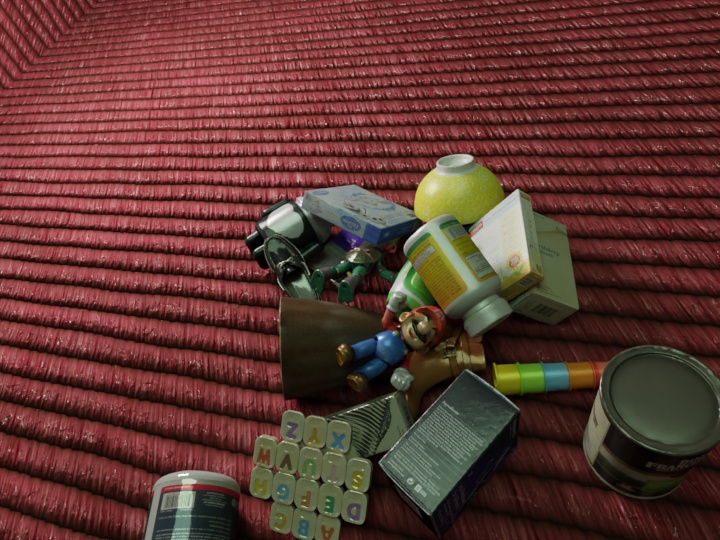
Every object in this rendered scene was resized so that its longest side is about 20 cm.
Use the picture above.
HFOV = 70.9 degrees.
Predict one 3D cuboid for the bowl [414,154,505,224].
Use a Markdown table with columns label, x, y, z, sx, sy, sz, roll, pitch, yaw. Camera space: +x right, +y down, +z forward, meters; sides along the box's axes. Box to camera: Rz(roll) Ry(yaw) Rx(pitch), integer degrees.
| label | x | y | z | sx | sy | sz | roll | pitch | yaw |
| --- | --- | --- | --- | --- | --- | --- | --- | --- | --- |
| bowl | 0.211 | -0.189 | 1.101 | 0.199 | 0.108 | 0.200 | -8 | 28 | 5 |

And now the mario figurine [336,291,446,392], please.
| label | x | y | z | sx | sy | sz | roll | pitch | yaw |
| --- | --- | --- | --- | --- | --- | --- | --- | --- | --- |
| mario figurine | 0.063 | 0.115 | 0.838 | 0.200 | 0.124 | 0.106 | -28 | 31 | -22 |

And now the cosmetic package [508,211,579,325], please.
| label | x | y | z | sx | sy | sz | roll | pitch | yaw |
| --- | --- | --- | --- | --- | --- | --- | --- | --- | --- |
| cosmetic package | 0.340 | -0.008 | 0.961 | 0.103 | 0.073 | 0.201 | 19 | 53 | -15 |

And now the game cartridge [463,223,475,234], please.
| label | x | y | z | sx | sy | sz | roll | pitch | yaw |
| --- | --- | --- | --- | --- | --- | --- | --- | --- | --- |
| game cartridge | 0.224 | -0.031 | 1.062 | 0.199 | 0.041 | 0.134 | -23 | 46 | -2 |

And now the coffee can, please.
| label | x | y | z | sx | sy | sz | roll | pitch | yaw |
| --- | --- | --- | --- | --- | --- | --- | --- | --- | --- |
| coffee can | 0.401 | 0.217 | 0.707 | 0.146 | 0.200 | 0.147 | -8 | 51 | 10 |

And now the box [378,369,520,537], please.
| label | x | y | z | sx | sy | sz | roll | pitch | yaw |
| --- | --- | --- | --- | --- | --- | --- | --- | --- | --- |
| box | 0.141 | 0.277 | 0.769 | 0.200 | 0.148 | 0.104 | -42 | 53 | -17 |

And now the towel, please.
| label | x | y | z | sx | sy | sz | roll | pitch | yaw |
| --- | --- | --- | --- | --- | --- | --- | --- | --- | --- |
| towel | -0.016 | -0.046 | 1.152 | 0.200 | 0.023 | 0.143 | -42 | 53 | -18 |

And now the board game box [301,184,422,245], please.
| label | x | y | z | sx | sy | sz | roll | pitch | yaw |
| --- | --- | --- | --- | --- | --- | --- | --- | --- | --- |
| board game box | 0.008 | -0.128 | 1.109 | 0.199 | 0.044 | 0.200 | 29 | 26 | 24 |

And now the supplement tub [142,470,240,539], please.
| label | x | y | z | sx | sy | sz | roll | pitch | yaw |
| --- | --- | --- | --- | --- | --- | --- | --- | --- | --- |
| supplement tub | -0.263 | 0.426 | 0.773 | 0.140 | 0.141 | 0.201 | -10 | 51 | 9 |

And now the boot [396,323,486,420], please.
| label | x | y | z | sx | sy | sz | roll | pitch | yaw |
| --- | --- | --- | --- | --- | --- | --- | --- | --- | --- |
| boot | 0.145 | 0.177 | 0.898 | 0.154 | 0.074 | 0.201 | 0 | 55 | 12 |

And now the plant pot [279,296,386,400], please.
| label | x | y | z | sx | sy | sz | roll | pitch | yaw |
| --- | --- | --- | --- | --- | --- | --- | --- | --- | --- |
| plant pot | -0.044 | 0.137 | 0.933 | 0.199 | 0.187 | 0.187 | -2 | 50 | -7 |

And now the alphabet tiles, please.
| label | x | y | z | sx | sy | sz | roll | pitch | yaw |
| --- | --- | --- | --- | --- | --- | --- | --- | --- | --- |
| alphabet tiles | -0.081 | 0.330 | 0.804 | 0.199 | 0.015 | 0.197 | 8 | 90 | 15 |

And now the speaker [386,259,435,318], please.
| label | x | y | z | sx | sy | sz | roll | pitch | yaw |
| --- | --- | --- | --- | --- | --- | --- | --- | --- | --- |
| speaker | 0.131 | 0.003 | 0.985 | 0.088 | 0.089 | 0.200 | 21 | 61 | 29 |

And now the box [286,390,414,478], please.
| label | x | y | z | sx | sy | sz | roll | pitch | yaw |
| --- | --- | --- | --- | --- | --- | --- | --- | --- | --- |
| box | -0.014 | 0.268 | 0.831 | 0.199 | 0.068 | 0.082 | -24 | 80 | 13 |

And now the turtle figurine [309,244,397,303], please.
| label | x | y | z | sx | sy | sz | roll | pitch | yaw |
| --- | --- | --- | --- | --- | --- | --- | --- | --- | --- |
| turtle figurine | 0.000 | 0.000 | 1.013 | 0.149 | 0.101 | 0.200 | 2 | 17 | 36 |

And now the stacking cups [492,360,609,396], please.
| label | x | y | z | sx | sy | sz | roll | pitch | yaw |
| --- | --- | --- | --- | --- | --- | --- | --- | --- | --- |
| stacking cups | 0.327 | 0.175 | 0.854 | 0.199 | 0.061 | 0.061 | -8 | 51 | 8 |

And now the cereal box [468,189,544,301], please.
| label | x | y | z | sx | sy | sz | roll | pitch | yaw |
| --- | --- | --- | --- | --- | --- | --- | --- | --- | --- |
| cereal box | 0.268 | -0.037 | 0.952 | 0.039 | 0.144 | 0.201 | 24 | 51 | -21 |

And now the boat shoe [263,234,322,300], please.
| label | x | y | z | sx | sy | sz | roll | pitch | yaw |
| --- | --- | --- | --- | --- | --- | --- | --- | --- | --- |
| boat shoe | -0.143 | 0.009 | 1.058 | 0.074 | 0.060 | 0.201 | -27 | 84 | -4 |

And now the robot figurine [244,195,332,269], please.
| label | x | y | z | sx | sy | sz | roll | pitch | yaw |
| --- | --- | --- | --- | --- | --- | --- | --- | --- | --- |
| robot figurine | -0.161 | -0.088 | 1.158 | 0.200 | 0.151 | 0.125 | -32 | 9 | -10 |

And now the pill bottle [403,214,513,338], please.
| label | x | y | z | sx | sy | sz | roll | pitch | yaw |
| --- | --- | --- | --- | --- | --- | --- | --- | --- | --- |
| pill bottle | 0.172 | 0.012 | 0.879 | 0.113 | 0.113 | 0.200 | -30 | 73 | -9 |
